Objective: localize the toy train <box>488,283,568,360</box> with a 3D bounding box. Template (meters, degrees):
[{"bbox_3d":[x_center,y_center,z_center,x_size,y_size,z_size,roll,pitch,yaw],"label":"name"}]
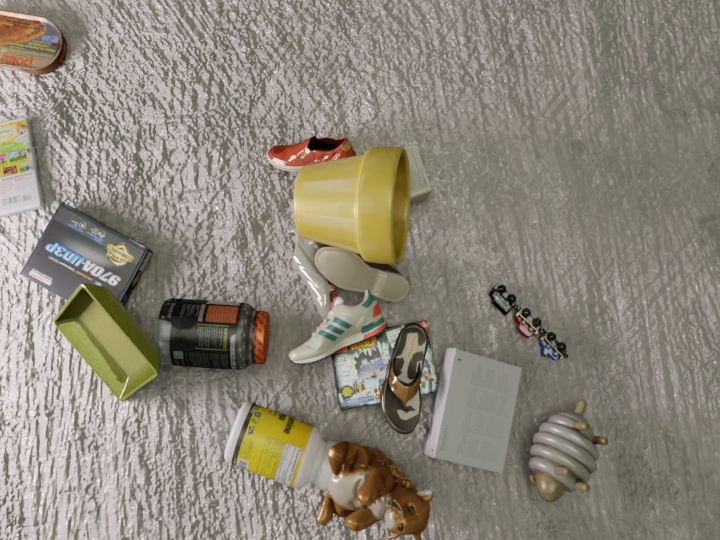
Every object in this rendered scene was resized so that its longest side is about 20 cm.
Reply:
[{"bbox_3d":[0.329,0.107,1.342,0.200,0.034,0.046,44,85,5],"label":"toy train"}]

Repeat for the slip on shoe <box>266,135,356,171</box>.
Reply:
[{"bbox_3d":[-0.098,-0.234,1.332,0.195,0.062,0.075,7,43,26],"label":"slip on shoe"}]

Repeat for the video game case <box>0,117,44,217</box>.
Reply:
[{"bbox_3d":[-0.737,-0.191,1.343,0.195,0.023,0.187,-14,82,-4],"label":"video game case"}]

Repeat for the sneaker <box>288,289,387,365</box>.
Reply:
[{"bbox_3d":[-0.051,0.102,1.261,0.195,0.070,0.096,-22,92,-10],"label":"sneaker"}]

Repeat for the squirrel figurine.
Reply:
[{"bbox_3d":[0.044,0.389,1.200,0.182,0.199,0.146,15,95,22],"label":"squirrel figurine"}]

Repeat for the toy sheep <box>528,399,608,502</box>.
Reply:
[{"bbox_3d":[0.381,0.333,1.261,0.136,0.138,0.202,34,70,3],"label":"toy sheep"}]

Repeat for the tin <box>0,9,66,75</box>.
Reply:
[{"bbox_3d":[-0.696,-0.460,1.380,0.194,0.042,0.115,10,77,-1],"label":"tin"}]

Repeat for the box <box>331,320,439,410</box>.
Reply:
[{"bbox_3d":[0.044,0.182,1.313,0.194,0.040,0.141,-10,81,-4],"label":"box"}]

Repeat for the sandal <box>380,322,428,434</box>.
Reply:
[{"bbox_3d":[0.088,0.198,1.264,0.080,0.055,0.205,15,81,0],"label":"sandal"}]

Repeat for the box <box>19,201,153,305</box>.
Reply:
[{"bbox_3d":[-0.525,-0.014,1.313,0.197,0.046,0.162,28,81,1],"label":"box"}]

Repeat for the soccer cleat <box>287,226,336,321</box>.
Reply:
[{"bbox_3d":[-0.093,0.006,1.325,0.075,0.069,0.205,-12,75,1],"label":"soccer cleat"}]

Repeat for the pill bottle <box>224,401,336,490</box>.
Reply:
[{"bbox_3d":[-0.140,0.326,1.245,0.195,0.113,0.115,20,80,0],"label":"pill bottle"}]

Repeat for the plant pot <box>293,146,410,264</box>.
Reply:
[{"bbox_3d":[-0.014,-0.118,1.218,0.183,0.201,0.207,3,80,13],"label":"plant pot"}]

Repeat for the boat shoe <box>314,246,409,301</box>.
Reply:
[{"bbox_3d":[0.000,0.000,1.303,0.196,0.060,0.073,20,107,-18],"label":"boat shoe"}]

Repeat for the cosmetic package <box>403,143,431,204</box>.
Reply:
[{"bbox_3d":[0.032,-0.165,1.350,0.195,0.073,0.106,-18,83,-5],"label":"cosmetic package"}]

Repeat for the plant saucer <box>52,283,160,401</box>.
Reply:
[{"bbox_3d":[-0.448,0.123,1.228,0.201,0.198,0.048,51,46,-7],"label":"plant saucer"}]

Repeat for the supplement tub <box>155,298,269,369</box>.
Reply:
[{"bbox_3d":[-0.271,0.119,1.266,0.194,0.123,0.126,4,81,-2],"label":"supplement tub"}]

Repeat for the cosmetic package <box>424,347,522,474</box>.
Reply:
[{"bbox_3d":[0.214,0.263,1.285,0.147,0.051,0.205,17,80,-19],"label":"cosmetic package"}]
